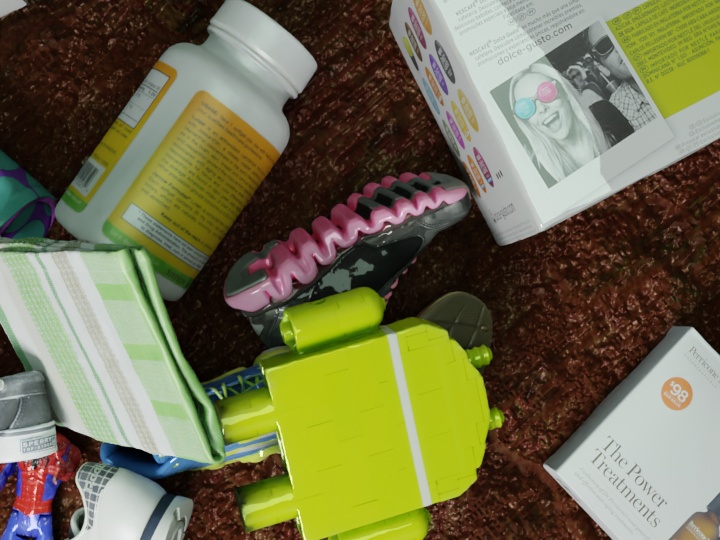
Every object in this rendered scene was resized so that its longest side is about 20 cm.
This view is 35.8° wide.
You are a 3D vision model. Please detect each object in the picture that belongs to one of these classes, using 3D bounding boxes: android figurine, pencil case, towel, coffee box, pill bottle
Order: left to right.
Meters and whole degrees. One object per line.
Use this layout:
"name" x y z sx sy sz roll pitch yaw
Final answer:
"pencil case" -0.321 -0.081 0.811 0.200 0.085 0.093 42 81 0
"towel" -0.168 0.046 0.712 0.031 0.198 0.151 -37 116 -37
"pill bottle" -0.120 -0.090 0.804 0.110 0.111 0.201 35 88 -1
"android figurine" 0.004 0.105 0.759 0.197 0.041 0.185 -17 100 -12
"coffee box" 0.150 -0.154 0.770 0.198 0.200 0.200 -27 89 -2

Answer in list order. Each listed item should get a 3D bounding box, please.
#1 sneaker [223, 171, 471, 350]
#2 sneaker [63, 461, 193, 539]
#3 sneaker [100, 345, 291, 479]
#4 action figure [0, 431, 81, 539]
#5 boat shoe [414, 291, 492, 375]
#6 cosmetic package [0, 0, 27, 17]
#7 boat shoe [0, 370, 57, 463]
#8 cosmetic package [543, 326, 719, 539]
"sneaker" 0.000 0.000 0.835 0.198 0.079 0.096 -28 111 -2
"sneaker" -0.181 0.220 0.790 0.079 0.077 0.202 24 117 1
"sneaker" -0.093 0.109 0.781 0.197 0.105 0.077 -20 91 15
"action figure" -0.244 0.193 0.801 0.064 0.099 0.204 8 86 0
"boat shoe" 0.027 0.103 0.822 0.071 0.067 0.202 29 88 -18
"cosmetic package" -0.339 -0.274 0.815 0.106 0.085 0.203 -24 89 -3
"boat shoe" -0.297 0.102 0.785 0.197 0.071 0.069 -8 88 31
"cosmetic package" 0.260 0.167 0.840 0.151 0.052 0.200 -45 90 -5
